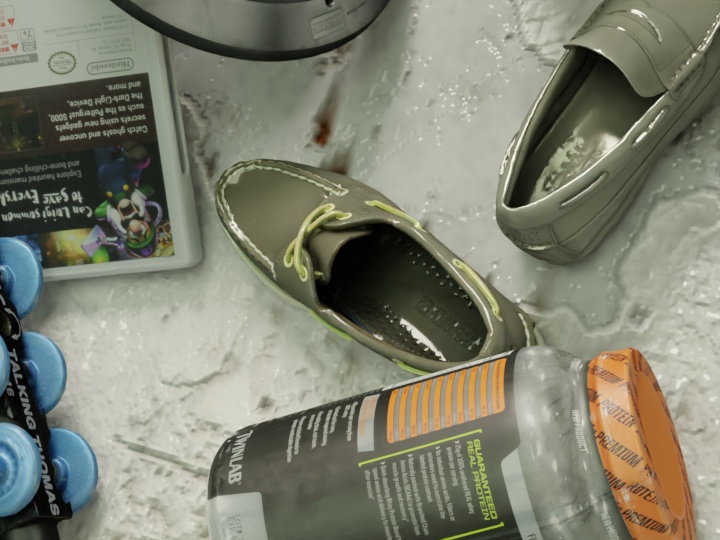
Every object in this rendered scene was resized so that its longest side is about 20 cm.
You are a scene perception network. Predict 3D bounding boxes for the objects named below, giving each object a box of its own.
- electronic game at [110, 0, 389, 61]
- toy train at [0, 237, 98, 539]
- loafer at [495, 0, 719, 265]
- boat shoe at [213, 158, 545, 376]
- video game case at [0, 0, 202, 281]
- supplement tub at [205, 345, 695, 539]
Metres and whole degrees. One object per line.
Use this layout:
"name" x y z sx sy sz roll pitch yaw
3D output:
"electronic game" -0.069 -0.190 1.200 0.042 0.200 0.200 -53 50 50
"toy train" -0.210 0.063 1.200 0.114 0.087 0.200 -23 75 18
"loafer" 0.130 -0.095 1.134 0.070 0.070 0.200 28 85 27
"boat shoe" 0.002 -0.003 1.160 0.202 0.060 0.072 34 87 27
"video game case" -0.187 -0.083 1.244 0.200 0.023 0.182 -6 97 20
"supplement tub" 0.042 0.107 1.073 0.200 0.123 0.123 -16 67 17
